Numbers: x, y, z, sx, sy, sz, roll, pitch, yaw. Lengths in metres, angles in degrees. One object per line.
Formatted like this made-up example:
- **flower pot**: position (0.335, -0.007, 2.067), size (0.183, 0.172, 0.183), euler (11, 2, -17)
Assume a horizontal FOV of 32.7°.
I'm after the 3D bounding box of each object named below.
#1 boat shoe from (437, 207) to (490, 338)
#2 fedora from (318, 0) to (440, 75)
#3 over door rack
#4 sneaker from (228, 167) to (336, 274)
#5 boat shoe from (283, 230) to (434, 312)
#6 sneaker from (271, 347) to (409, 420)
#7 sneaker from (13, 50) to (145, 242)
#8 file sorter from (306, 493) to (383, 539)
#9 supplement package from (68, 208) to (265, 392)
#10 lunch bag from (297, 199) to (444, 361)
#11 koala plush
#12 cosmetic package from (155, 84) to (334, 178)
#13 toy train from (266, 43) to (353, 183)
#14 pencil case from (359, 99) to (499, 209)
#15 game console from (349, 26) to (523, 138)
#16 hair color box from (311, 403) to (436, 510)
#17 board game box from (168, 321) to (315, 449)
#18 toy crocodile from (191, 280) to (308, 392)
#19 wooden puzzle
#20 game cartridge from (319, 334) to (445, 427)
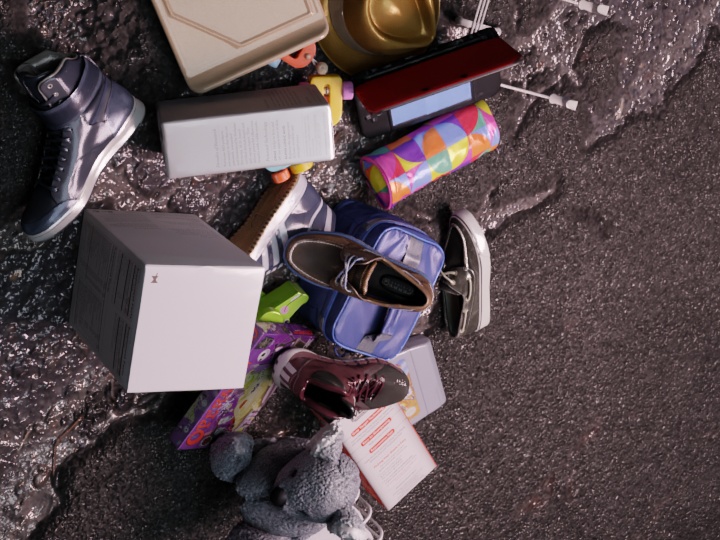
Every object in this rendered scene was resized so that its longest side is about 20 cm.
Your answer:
- **boat shoe**: position (0.145, 0.009, 1.762), size (0.063, 0.071, 0.202), euler (-24, 123, -24)
- **fedora**: position (0.035, -0.327, 1.536), size (0.199, 0.082, 0.203), euler (-14, 118, -28)
- **over door rack**: position (0.217, -0.314, 1.664), size (0.198, 0.067, 0.149), euler (12, 104, -15)
- **sneaker**: position (-0.109, -0.022, 1.579), size (0.108, 0.070, 0.201), euler (41, 82, -36)
- **boat shoe**: position (0.000, 0.000, 1.527), size (0.198, 0.072, 0.073), euler (15, 96, -4)
- **sneaker**: position (-0.009, 0.162, 1.570), size (0.198, 0.115, 0.076), euler (9, 107, -27)
- **sneaker**: position (-0.345, -0.146, 1.354), size (0.204, 0.076, 0.146), euler (-59, 140, -11)
- **file sorter**: position (-0.042, 0.390, 1.766), size (0.138, 0.124, 0.201), euler (-36, 125, -16)
- **supplement package**: position (-0.231, 0.032, 1.436), size (0.150, 0.200, 0.152), euler (1, 109, -33)
- **lunch bag**: position (0.011, 0.022, 1.638), size (0.135, 0.132, 0.202), euler (20, 98, -37)
- **koala plush**: position (-0.068, 0.276, 1.575), size (0.182, 0.199, 0.179), euler (-5, 78, -35)
- **cosmetic package**: position (-0.136, -0.165, 1.444), size (0.198, 0.102, 0.075), euler (-9, 113, -9)
- **toy train**: position (-0.096, -0.213, 1.521), size (0.149, 0.056, 0.201), euler (24, 103, -20)
- **pencil case**: position (0.095, -0.159, 1.650), size (0.199, 0.088, 0.089), euler (-29, 123, -20)
- **game console**: position (0.097, -0.215, 1.539), size (0.198, 0.120, 0.173), euler (-19, 147, -3)
- **hair color box**: position (0.020, 0.236, 1.739), size (0.101, 0.061, 0.201), euler (-40, 127, -13)
- **board game box**: position (-0.153, 0.150, 1.591), size (0.201, 0.032, 0.120), euler (-53, 149, 18)
- **toy crocodile**: position (-0.153, 0.084, 1.597), size (0.199, 0.067, 0.062), euler (-37, 129, -13)
- **wooden puzzle**: position (-0.151, -0.331, 1.416), size (0.183, 0.037, 0.202), euler (-25, 114, -7)
- **game cartridge**: position (0.030, 0.183, 1.783), size (0.199, 0.041, 0.134), euler (-30, 128, -20)
